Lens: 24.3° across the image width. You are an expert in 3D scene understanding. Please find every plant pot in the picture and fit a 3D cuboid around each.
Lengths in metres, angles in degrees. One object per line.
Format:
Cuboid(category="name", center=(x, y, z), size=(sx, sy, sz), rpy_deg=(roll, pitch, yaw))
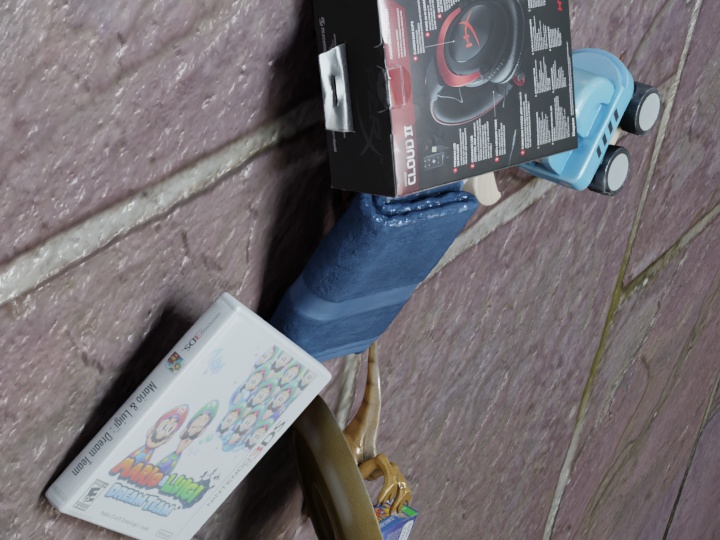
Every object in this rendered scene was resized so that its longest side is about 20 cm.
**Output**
Cuboid(category="plant pot", center=(-0.018, 0.199, 1.366), size=(0.027, 0.201, 0.201), rpy_deg=(-18, 142, -11))

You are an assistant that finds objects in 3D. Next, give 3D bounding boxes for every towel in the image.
Cuboid(category="towel", center=(0.000, 0.000, 1.252), size=(0.111, 0.049, 0.200), rpy_deg=(-13, 153, -38))

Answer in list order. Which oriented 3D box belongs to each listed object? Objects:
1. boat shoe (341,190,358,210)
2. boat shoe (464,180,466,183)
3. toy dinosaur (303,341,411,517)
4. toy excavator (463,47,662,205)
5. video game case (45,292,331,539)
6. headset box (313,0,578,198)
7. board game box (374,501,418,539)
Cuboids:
Cuboid(category="boat shoe", center=(0.017, -0.070, 1.266), size=(0.071, 0.070, 0.200), rpy_deg=(-55, 154, -22))
Cuboid(category="boat shoe", center=(0.048, -0.134, 1.269), size=(0.066, 0.072, 0.201), rpy_deg=(-41, 147, -38))
Cuboid(category="toy dinosaur", center=(-0.002, 0.157, 1.457), size=(0.060, 0.106, 0.201), rpy_deg=(-11, 131, -54))
Cuboid(category="toy excavator", center=(0.163, -0.128, 1.509), size=(0.200, 0.100, 0.195), rpy_deg=(34, 81, -53))
Cuboid(category="video game case", center=(-0.115, 0.115, 1.196), size=(0.182, 0.024, 0.200), rpy_deg=(-48, 155, -1))
Cuboid(category="headset box", center=(0.054, -0.140, 1.159), size=(0.199, 0.075, 0.150), rpy_deg=(-18, 108, -37))
Cuboid(category="board game box", center=(-0.017, 0.333, 1.660), size=(0.135, 0.034, 0.201), rpy_deg=(-10, 124, -63))
